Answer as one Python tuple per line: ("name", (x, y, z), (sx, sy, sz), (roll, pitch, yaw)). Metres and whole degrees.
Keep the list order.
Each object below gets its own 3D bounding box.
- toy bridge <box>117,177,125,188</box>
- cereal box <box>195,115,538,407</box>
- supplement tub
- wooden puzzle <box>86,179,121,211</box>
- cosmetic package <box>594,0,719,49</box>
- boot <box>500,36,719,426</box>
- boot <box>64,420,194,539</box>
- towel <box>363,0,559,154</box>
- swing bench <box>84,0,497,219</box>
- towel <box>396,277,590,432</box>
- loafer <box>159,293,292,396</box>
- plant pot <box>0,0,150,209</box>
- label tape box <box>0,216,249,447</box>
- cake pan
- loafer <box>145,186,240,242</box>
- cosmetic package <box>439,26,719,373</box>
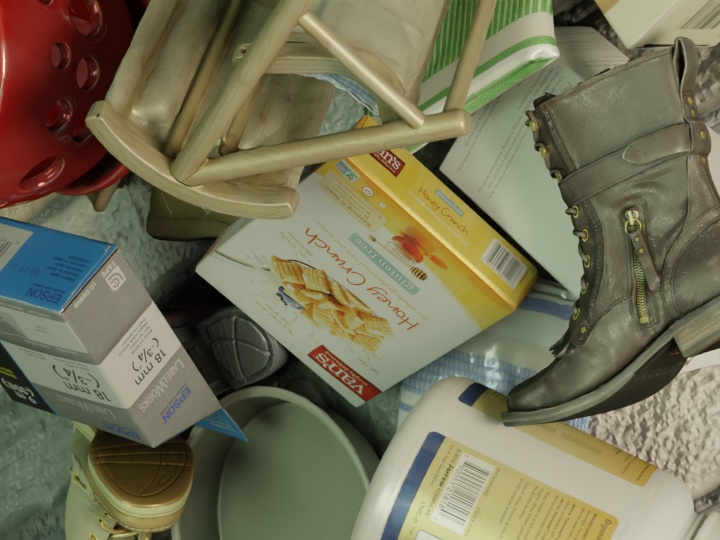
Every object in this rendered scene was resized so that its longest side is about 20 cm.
("toy bridge", (-0.178, -0.162, 1.678), (0.067, 0.027, 0.200), (23, 108, 34))
("cereal box", (0.000, 0.000, 1.466), (0.144, 0.040, 0.200), (41, 144, -9))
("supplement tub", (0.108, 0.163, 1.401), (0.200, 0.144, 0.145), (25, 111, 14))
("wooden puzzle", (-0.188, -0.170, 1.648), (0.200, 0.037, 0.185), (48, 121, 29))
("cosmetic package", (0.149, -0.226, 1.371), (0.071, 0.105, 0.200), (-43, 68, 33))
("boot", (0.135, -0.018, 1.335), (0.200, 0.069, 0.174), (-31, 75, 28))
("boot", (-0.165, 0.183, 1.641), (0.200, 0.072, 0.155), (-136, 51, -67))
("towel", (0.056, -0.174, 1.441), (0.152, 0.023, 0.200), (-32, 45, 36))
("swing bench", (-0.027, -0.147, 1.363), (0.130, 0.199, 0.200), (41, 136, -24))
("towel", (0.081, 0.095, 1.511), (0.147, 0.024, 0.200), (14, 104, 37))
("loafer", (-0.103, 0.051, 1.631), (0.200, 0.063, 0.072), (-13, 105, 48))
("plant pot", (-0.232, -0.135, 1.542), (0.200, 0.182, 0.201), (2, 94, 42))
("label tape box", (-0.180, 0.058, 1.561), (0.144, 0.063, 0.200), (13, 146, 40))
("cake pan", (-0.048, 0.176, 1.601), (0.200, 0.037, 0.201), (4, 96, 43))
("loafer", (-0.069, -0.054, 1.576), (0.200, 0.076, 0.068), (-1, 101, 38))
("cosmetic package", (0.156, -0.044, 1.402), (0.200, 0.081, 0.113), (45, 120, 23))
